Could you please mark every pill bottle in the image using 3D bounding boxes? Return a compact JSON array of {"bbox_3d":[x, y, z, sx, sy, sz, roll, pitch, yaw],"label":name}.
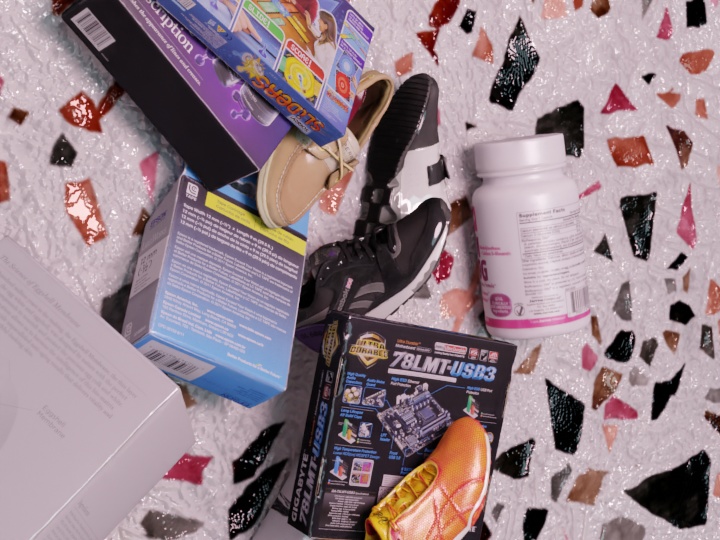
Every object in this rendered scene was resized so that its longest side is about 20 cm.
[{"bbox_3d":[0.177,-0.038,1.224,0.112,0.113,0.204,-11,98,-30],"label":"pill bottle"}]

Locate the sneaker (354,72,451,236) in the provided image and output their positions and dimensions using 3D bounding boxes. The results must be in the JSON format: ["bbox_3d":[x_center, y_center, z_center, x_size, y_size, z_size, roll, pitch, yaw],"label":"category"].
[{"bbox_3d":[0.056,-0.094,1.174,0.087,0.074,0.203,10,98,-32],"label":"sneaker"}]

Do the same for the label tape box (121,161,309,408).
[{"bbox_3d":[-0.127,0.004,1.059,0.142,0.066,0.203,26,52,-30],"label":"label tape box"}]

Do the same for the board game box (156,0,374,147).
[{"bbox_3d":[-0.075,-0.222,1.013,0.200,0.034,0.137,40,50,-32],"label":"board game box"}]

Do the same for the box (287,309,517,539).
[{"bbox_3d":[0.042,0.151,1.087,0.198,0.049,0.202,10,89,-32],"label":"box"}]

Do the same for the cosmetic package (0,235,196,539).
[{"bbox_3d":[-0.268,0.122,0.902,0.199,0.123,0.200,38,69,17],"label":"cosmetic package"}]

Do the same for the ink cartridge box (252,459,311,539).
[{"bbox_3d":[-0.024,0.279,1.135,0.144,0.084,0.202,39,72,-28],"label":"ink cartridge box"}]

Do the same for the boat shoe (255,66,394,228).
[{"bbox_3d":[-0.031,-0.121,1.089,0.202,0.066,0.074,-63,144,-28],"label":"boat shoe"}]

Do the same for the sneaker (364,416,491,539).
[{"bbox_3d":[0.051,0.217,1.030,0.077,0.073,0.202,37,78,-33],"label":"sneaker"}]

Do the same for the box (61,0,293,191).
[{"bbox_3d":[-0.140,-0.196,1.022,0.201,0.078,0.142,50,47,-23],"label":"box"}]

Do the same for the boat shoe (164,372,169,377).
[{"bbox_3d":[-0.230,0.164,1.010,0.068,0.072,0.201,46,68,-23],"label":"boat shoe"}]

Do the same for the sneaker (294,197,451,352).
[{"bbox_3d":[0.000,0.000,1.096,0.087,0.076,0.200,33,112,-22],"label":"sneaker"}]
